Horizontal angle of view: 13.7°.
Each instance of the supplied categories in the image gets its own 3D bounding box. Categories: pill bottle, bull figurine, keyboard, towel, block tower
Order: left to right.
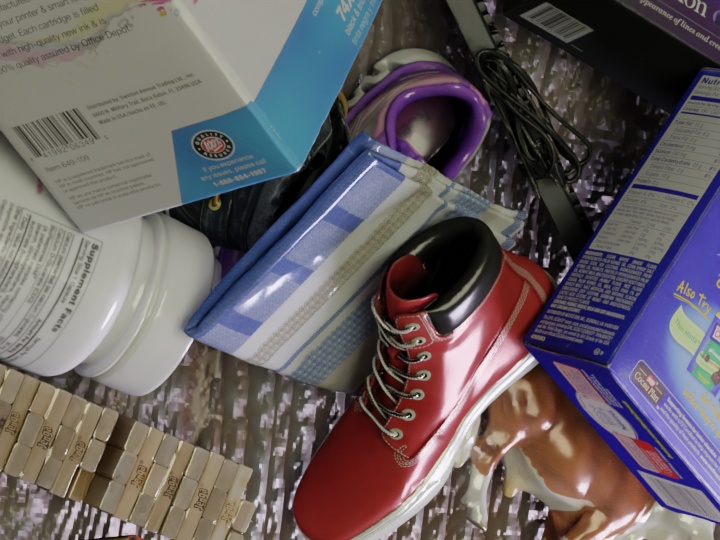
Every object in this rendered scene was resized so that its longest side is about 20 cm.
[{"bbox_3d":[-0.184,-0.013,1.547,0.200,0.113,0.114,24,83,-26],"label":"pill bottle"},{"bbox_3d":[-0.150,0.096,1.594,0.200,0.058,0.054,26,83,-33],"label":"block tower"},{"bbox_3d":[0.000,0.000,1.607,0.147,0.024,0.200,-46,153,11],"label":"towel"},{"bbox_3d":[0.104,-0.085,1.691,0.040,0.104,0.200,-25,107,11],"label":"keyboard"},{"bbox_3d":[0.118,0.120,1.732,0.200,0.065,0.121,43,76,-23],"label":"bull figurine"}]

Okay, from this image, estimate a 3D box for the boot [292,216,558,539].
[{"bbox_3d":[0.015,0.060,1.621,0.200,0.072,0.144,-49,151,4],"label":"boot"}]

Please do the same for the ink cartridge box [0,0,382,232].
[{"bbox_3d":[-0.115,-0.150,1.462,0.200,0.147,0.146,53,41,-29],"label":"ink cartridge box"}]

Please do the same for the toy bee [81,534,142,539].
[{"bbox_3d":[-0.129,0.242,1.584,0.131,0.109,0.200,-30,84,16],"label":"toy bee"}]

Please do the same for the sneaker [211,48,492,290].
[{"bbox_3d":[0.000,-0.043,1.651,0.200,0.088,0.081,-48,113,-14],"label":"sneaker"}]

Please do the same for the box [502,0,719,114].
[{"bbox_3d":[0.196,-0.170,1.726,0.200,0.079,0.141,28,62,-24],"label":"box"}]

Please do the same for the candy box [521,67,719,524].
[{"bbox_3d":[0.203,0.015,1.674,0.200,0.077,0.169,-55,130,-17],"label":"candy box"}]

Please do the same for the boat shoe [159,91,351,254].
[{"bbox_3d":[-0.033,-0.099,1.619,0.071,0.091,0.201,32,82,-57],"label":"boat shoe"}]
